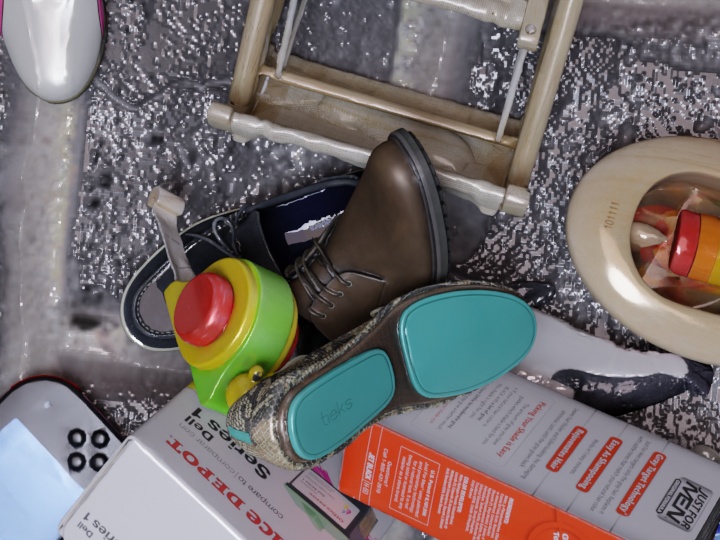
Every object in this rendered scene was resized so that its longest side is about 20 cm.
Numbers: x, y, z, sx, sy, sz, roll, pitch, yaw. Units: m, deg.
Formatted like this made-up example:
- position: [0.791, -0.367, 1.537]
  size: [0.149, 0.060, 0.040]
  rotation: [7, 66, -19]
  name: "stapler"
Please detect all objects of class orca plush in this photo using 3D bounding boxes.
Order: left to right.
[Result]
- position: [0.120, 0.065, 1.006]
  size: [0.197, 0.072, 0.106]
  rotation: [1, 44, -1]
  name: "orca plush"

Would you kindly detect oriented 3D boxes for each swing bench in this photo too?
- position: [0.031, -0.153, 0.976]
  size: [0.196, 0.130, 0.203]
  rotation: [17, 94, 3]
  name: "swing bench"

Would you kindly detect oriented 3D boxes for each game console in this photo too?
- position: [-0.213, 0.188, 1.022]
  size: [0.200, 0.031, 0.177]
  rotation: [-44, 86, 1]
  name: "game console"

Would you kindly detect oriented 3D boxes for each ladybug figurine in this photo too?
- position: [0.219, -0.007, 0.981]
  size: [0.198, 0.072, 0.137]
  rotation: [19, 79, -1]
  name: "ladybug figurine"

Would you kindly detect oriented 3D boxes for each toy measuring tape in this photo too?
- position: [-0.079, 0.004, 0.925]
  size: [0.073, 0.074, 0.201]
  rotation: [-24, 46, 2]
  name: "toy measuring tape"

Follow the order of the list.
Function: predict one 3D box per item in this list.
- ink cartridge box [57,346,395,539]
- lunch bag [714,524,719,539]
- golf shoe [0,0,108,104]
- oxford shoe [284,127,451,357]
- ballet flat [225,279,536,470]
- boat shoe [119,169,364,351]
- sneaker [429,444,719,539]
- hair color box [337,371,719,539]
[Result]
- position: [-0.061, 0.133, 0.925]
  size: [0.145, 0.200, 0.084]
  rotation: [42, 115, 3]
  name: "ink cartridge box"
- position: [0.213, 0.227, 0.947]
  size: [0.198, 0.094, 0.152]
  rotation: [-22, 116, -3]
  name: "lunch bag"
- position: [-0.203, -0.209, 1.005]
  size: [0.072, 0.092, 0.203]
  rotation: [-3, 89, 1]
  name: "golf shoe"
- position: [0.000, 0.000, 0.917]
  size: [0.083, 0.201, 0.073]
  rotation: [-15, 56, -23]
  name: "oxford shoe"
- position: [0.007, 0.051, 0.869]
  size: [0.199, 0.075, 0.069]
  rotation: [-23, 108, -38]
  name: "ballet flat"
- position: [-0.065, -0.009, 1.006]
  size: [0.198, 0.062, 0.075]
  rotation: [-24, 89, 3]
  name: "boat shoe"
- position: [0.135, 0.150, 0.972]
  size: [0.197, 0.081, 0.076]
  rotation: [-13, 53, -1]
  name: "sneaker"
- position: [0.098, 0.118, 0.892]
  size: [0.198, 0.101, 0.062]
  rotation: [23, 124, 21]
  name: "hair color box"
